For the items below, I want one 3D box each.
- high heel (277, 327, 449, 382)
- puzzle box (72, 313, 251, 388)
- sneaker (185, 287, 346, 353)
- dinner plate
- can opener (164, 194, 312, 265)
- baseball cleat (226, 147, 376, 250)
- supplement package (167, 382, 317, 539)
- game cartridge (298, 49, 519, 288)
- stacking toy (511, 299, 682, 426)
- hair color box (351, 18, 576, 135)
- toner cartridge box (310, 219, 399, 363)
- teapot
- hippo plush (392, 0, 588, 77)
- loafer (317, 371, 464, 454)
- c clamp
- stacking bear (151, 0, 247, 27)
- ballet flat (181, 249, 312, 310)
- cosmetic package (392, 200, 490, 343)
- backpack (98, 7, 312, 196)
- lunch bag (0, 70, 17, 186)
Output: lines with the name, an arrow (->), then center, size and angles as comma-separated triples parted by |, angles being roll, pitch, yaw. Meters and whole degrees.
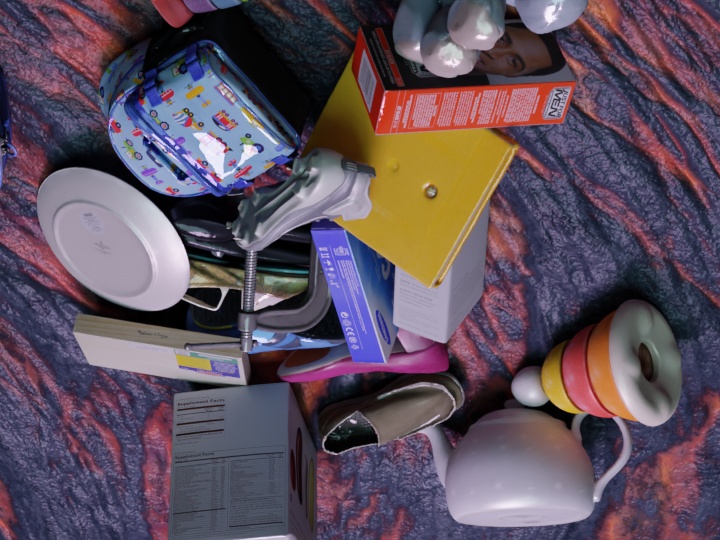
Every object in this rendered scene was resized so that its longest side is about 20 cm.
high heel -> 0.004, 0.115, 1.895 | 0.199, 0.068, 0.096 | -18, 125, 17
puzzle box -> -0.229, 0.096, 1.866 | 0.199, 0.026, 0.133 | 9, 160, 2
sneaker -> -0.105, 0.065, 1.868 | 0.199, 0.066, 0.079 | 4, 148, -3
dinner plate -> -0.280, -0.028, 1.769 | 0.199, 0.024, 0.201 | 18, 134, 19
can opener -> -0.126, -0.036, 1.781 | 0.199, 0.079, 0.064 | 13, 122, -20
baseball cleat -> -0.054, -0.061, 1.635 | 0.106, 0.070, 0.200 | 14, 157, -27
supplement package -> -0.137, 0.272, 1.918 | 0.146, 0.201, 0.192 | -6, 147, 7
game cartridge -> 0.040, -0.108, 1.638 | 0.200, 0.032, 0.177 | 37, 111, 19
stacking toy -> 0.265, 0.121, 1.875 | 0.199, 0.147, 0.146 | -14, 131, 39
hair color box -> 0.101, -0.193, 1.574 | 0.199, 0.102, 0.061 | -5, 139, -17
toner cartridge box -> 0.000, 0.000, 1.777 | 0.043, 0.095, 0.201 | 1, 132, 21
teapot -> 0.197, 0.229, 1.939 | 0.199, 0.147, 0.197 | 8, 161, -26
hippo plush -> 0.123, -0.266, 1.521 | 0.160, 0.200, 0.160 | 2, 121, -34
loafer -> 0.035, 0.183, 1.940 | 0.199, 0.070, 0.075 | -23, 111, 21
c clamp -> -0.098, -0.005, 1.744 | 0.170, 0.027, 0.201 | 4, 100, -30
stacking bear -> -0.109, -0.319, 1.517 | 0.199, 0.122, 0.114 | -21, 124, 10
ballet flat -> -0.145, 0.016, 1.815 | 0.199, 0.071, 0.071 | 9, 130, 0
cosmetic package -> 0.089, -0.030, 1.739 | 0.074, 0.102, 0.201 | 19, 132, 22
backpack -> -0.175, -0.157, 1.635 | 0.199, 0.135, 0.183 | -25, 124, 25
lunch bag -> -0.456, -0.137, 1.663 | 0.199, 0.133, 0.136 | 2, 130, 2
